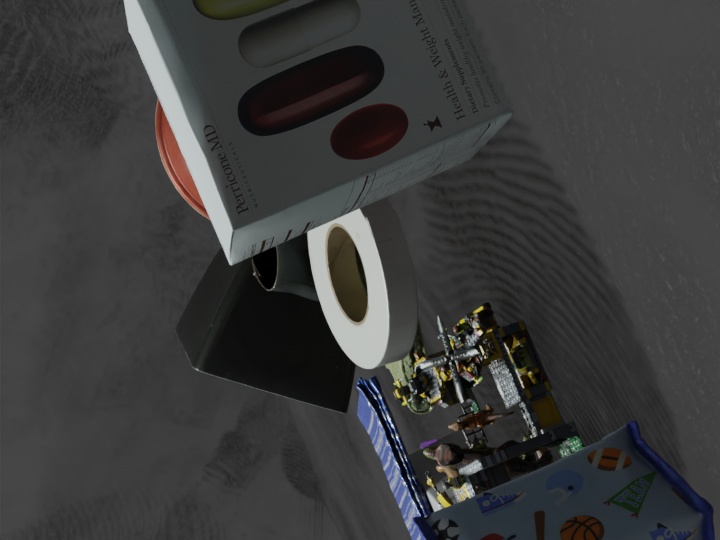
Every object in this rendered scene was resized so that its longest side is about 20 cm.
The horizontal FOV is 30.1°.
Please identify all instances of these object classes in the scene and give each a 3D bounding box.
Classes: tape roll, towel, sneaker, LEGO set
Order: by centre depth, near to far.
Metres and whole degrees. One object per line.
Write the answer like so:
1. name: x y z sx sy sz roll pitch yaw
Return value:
1. LEGO set: 0.083 0.135 1.022 0.153 0.115 0.203 -26 81 55
2. towel: 0.038 0.215 1.366 0.145 0.024 0.202 95 154 -70
3. tape roll: 0.000 0.000 1.385 0.203 0.037 0.205 -134 37 -52
4. towel: 0.031 0.050 1.481 0.149 0.036 0.202 -123 14 -51
5. sneaker: -0.079 -0.062 1.530 0.075 0.105 0.202 -42 53 37

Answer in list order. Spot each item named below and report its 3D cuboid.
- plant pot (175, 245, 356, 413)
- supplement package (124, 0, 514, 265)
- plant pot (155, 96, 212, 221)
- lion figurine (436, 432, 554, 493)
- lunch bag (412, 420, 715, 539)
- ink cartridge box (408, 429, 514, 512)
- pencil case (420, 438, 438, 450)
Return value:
1. plant pot: -0.101 0.041 1.653 0.199 0.197 0.180 -144 71 -72
2. supplement package: -0.035 -0.138 0.907 0.147 0.198 0.193 130 115 -80
3. plant pot: -0.063 -0.139 1.151 0.203 0.199 0.195 67 162 -4
4. lion figurine: 0.135 0.208 1.167 0.124 0.072 0.200 60 167 -1
5. lunch bag: 0.138 0.222 0.867 0.124 0.168 0.202 -122 12 -55
6. ink cartridge box: 0.123 0.281 1.354 0.145 0.083 0.202 -145 34 -73
7. pencil case: 0.111 0.294 1.486 0.086 0.083 0.202 -76 -30 -66
